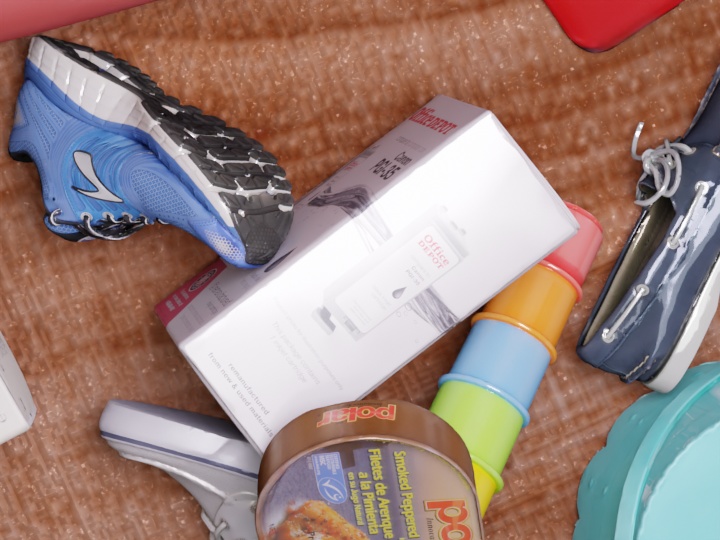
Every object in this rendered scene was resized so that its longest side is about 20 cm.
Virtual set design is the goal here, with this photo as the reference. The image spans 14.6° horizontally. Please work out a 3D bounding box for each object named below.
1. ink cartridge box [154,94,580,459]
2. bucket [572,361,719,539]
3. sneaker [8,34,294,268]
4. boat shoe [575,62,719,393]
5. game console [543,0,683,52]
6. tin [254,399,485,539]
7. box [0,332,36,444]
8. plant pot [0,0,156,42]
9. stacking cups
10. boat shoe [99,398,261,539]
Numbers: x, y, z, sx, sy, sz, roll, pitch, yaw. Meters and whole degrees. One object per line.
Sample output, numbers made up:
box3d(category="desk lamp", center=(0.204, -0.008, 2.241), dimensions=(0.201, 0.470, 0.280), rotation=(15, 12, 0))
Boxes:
box3d(category="ink cartridge box", center=(0.000, 0.000, 1.470), dimensions=(0.200, 0.147, 0.083), rotation=(-37, 101, -3))
box3d(category="bucket", center=(0.218, 0.151, 1.502), dimensions=(0.207, 0.135, 0.208), rotation=(0, 91, -5))
box3d(category="sneaker", center=(-0.113, -0.046, 1.465), dimensions=(0.078, 0.200, 0.089), rotation=(9, 110, -48))
box3d(category="boat shoe", center=(0.173, -0.035, 1.521), dimensions=(0.062, 0.075, 0.200), rotation=(21, 93, -13))
box3d(category="game console", center=(0.152, -0.253, 1.540), dimensions=(0.172, 0.119, 0.200), rotation=(-38, 96, -34))
box3d(category="tin", center=(0.010, 0.144, 1.422), dimensions=(0.112, 0.042, 0.200), rotation=(-4, 131, 6))
box3d(category="box", center=(-0.280, 0.076, 1.459), dimensions=(0.200, 0.128, 0.109), rotation=(-28, 94, -4))
box3d(category="plant pot", center=(-0.138, -0.217, 1.440), dimensions=(0.177, 0.200, 0.201), rotation=(-6, 93, -15))
box3d(category="stacking cups", center=(0.076, 0.054, 1.496), dimensions=(0.060, 0.061, 0.200), rotation=(30, 71, -6))
box3d(category="boat shoe", center=(-0.051, 0.127, 1.513), dimensions=(0.200, 0.071, 0.070), rotation=(20, 91, -14))
